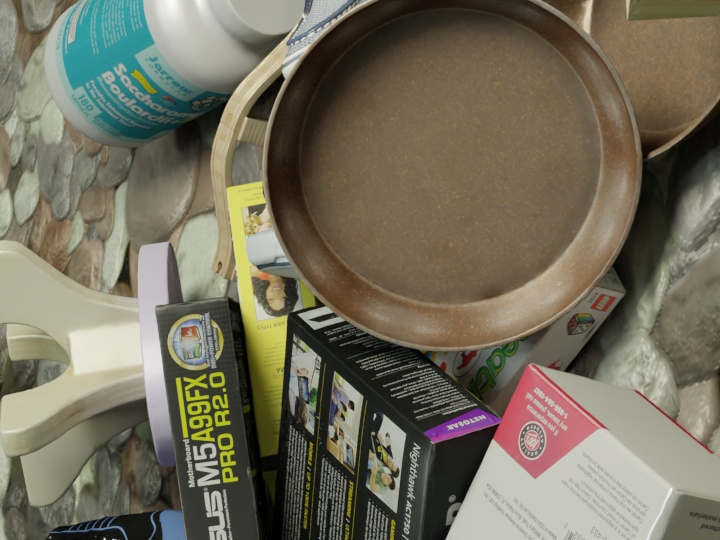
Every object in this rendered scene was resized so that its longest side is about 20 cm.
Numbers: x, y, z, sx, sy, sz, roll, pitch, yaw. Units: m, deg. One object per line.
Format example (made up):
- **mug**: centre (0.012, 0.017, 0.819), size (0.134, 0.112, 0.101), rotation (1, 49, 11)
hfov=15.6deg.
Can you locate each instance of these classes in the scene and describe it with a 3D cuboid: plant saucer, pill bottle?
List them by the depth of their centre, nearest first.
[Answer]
- **plant saucer**: centre (0.048, -0.057, 1.397), size (0.034, 0.200, 0.201), rotation (-89, 21, -76)
- **plant saucer**: centre (0.165, -0.150, 1.426), size (0.200, 0.037, 0.201), rotation (-26, 58, 49)
- **pill bottle**: centre (-0.120, -0.160, 1.772), size (0.200, 0.111, 0.111), rotation (-23, 60, 50)

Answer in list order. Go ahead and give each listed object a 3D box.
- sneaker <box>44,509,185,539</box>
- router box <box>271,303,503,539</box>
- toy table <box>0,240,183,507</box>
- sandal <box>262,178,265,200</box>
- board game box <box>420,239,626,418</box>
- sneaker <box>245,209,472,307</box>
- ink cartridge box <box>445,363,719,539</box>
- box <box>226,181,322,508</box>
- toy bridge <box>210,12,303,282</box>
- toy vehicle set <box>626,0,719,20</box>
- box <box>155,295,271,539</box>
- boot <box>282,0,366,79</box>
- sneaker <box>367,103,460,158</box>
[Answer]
- **sneaker**: centre (-0.165, 0.195, 1.710), size (0.200, 0.078, 0.070), rotation (149, 120, -63)
- **router box**: centre (0.010, 0.138, 1.463), size (0.149, 0.051, 0.200), rotation (40, 134, 46)
- **toy table**: centre (-0.172, 0.061, 1.701), size (0.200, 0.117, 0.184), rotation (-104, 7, -77)
- **sandal**: centre (0.014, -0.111, 1.610), size (0.200, 0.045, 0.075), rotation (-53, 51, 10)
- **board game box**: centre (0.063, 0.037, 1.507), size (0.200, 0.035, 0.126), rotation (-54, 40, 29)
- **sneaker**: centre (0.000, 0.000, 1.513), size (0.200, 0.073, 0.071), rotation (0, 108, 58)
- **ink cartridge box**: centre (0.110, 0.172, 1.349), size (0.145, 0.084, 0.200), rotation (42, 112, 53)
- **box**: centre (-0.045, 0.047, 1.619), size (0.075, 0.050, 0.200), rotation (76, -176, -60)
- **toy bridge**: centre (-0.057, -0.089, 1.696), size (0.027, 0.067, 0.200), rotation (35, 108, 54)
- **toy vehicle set**: centre (0.193, -0.226, 1.345), size (0.027, 0.124, 0.201), rotation (79, -171, -69)
- **box**: centre (-0.085, 0.098, 1.566), size (0.200, 0.044, 0.161), rotation (111, 152, -89)
- **boot**: centre (-0.015, -0.169, 1.491), size (0.073, 0.090, 0.200), rotation (-26, 11, 22)
- **sneaker**: centre (0.004, -0.095, 1.496), size (0.200, 0.115, 0.079), rotation (12, 82, 49)
